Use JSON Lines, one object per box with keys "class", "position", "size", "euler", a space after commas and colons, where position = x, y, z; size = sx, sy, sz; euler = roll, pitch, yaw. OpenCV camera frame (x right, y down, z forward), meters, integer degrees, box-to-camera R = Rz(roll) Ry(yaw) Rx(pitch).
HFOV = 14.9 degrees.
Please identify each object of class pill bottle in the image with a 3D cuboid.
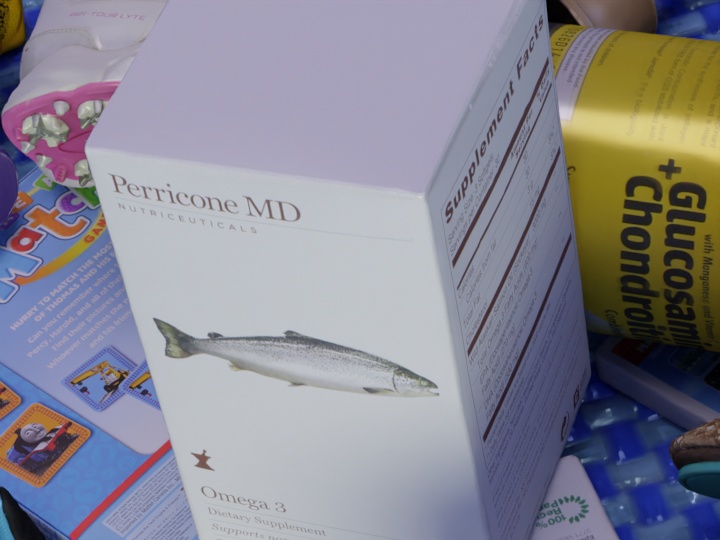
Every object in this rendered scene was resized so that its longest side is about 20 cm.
{"class": "pill bottle", "position": [0.143, -0.025, 0.995], "size": [0.200, 0.112, 0.112], "euler": [8, 51, 20]}

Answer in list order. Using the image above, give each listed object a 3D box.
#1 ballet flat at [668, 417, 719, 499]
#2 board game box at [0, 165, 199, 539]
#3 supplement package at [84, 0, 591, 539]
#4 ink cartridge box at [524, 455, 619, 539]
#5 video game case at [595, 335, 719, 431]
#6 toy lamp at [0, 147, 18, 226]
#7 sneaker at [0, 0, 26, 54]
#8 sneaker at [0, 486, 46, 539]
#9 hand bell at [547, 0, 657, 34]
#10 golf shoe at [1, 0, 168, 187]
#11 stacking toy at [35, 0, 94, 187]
{"class": "ballet flat", "position": [0.207, 0.057, 0.934], "size": [0.200, 0.071, 0.065], "euler": [8, 77, 9]}
{"class": "board game box", "position": [-0.094, 0.040, 1.066], "size": [0.200, 0.037, 0.151], "euler": [30, 60, 33]}
{"class": "supplement package", "position": [0.000, 0.000, 0.917], "size": [0.117, 0.200, 0.117], "euler": [9, 48, 21]}
{"class": "ink cartridge box", "position": [0.017, 0.172, 0.917], "size": [0.196, 0.043, 0.200], "euler": [-18, 48, -7]}
{"class": "video game case", "position": [0.207, 0.035, 1.016], "size": [0.200, 0.017, 0.143], "euler": [31, 61, 33]}
{"class": "toy lamp", "position": [-0.224, -0.045, 1.138], "size": [0.200, 0.058, 0.058], "euler": [9, 50, 37]}
{"class": "sneaker", "position": [-0.185, -0.112, 1.144], "size": [0.077, 0.073, 0.200], "euler": [-1, 11, 7]}
{"class": "sneaker", "position": [-0.147, 0.164, 0.935], "size": [0.073, 0.082, 0.200], "euler": [-1, 49, 9]}
{"class": "hand bell", "position": [0.122, -0.127, 1.150], "size": [0.104, 0.104, 0.200], "euler": [27, 47, 31]}
{"class": "golf shoe", "position": [-0.036, -0.093, 0.996], "size": [0.200, 0.075, 0.092], "euler": [-9, 56, 17]}
{"class": "stacking toy", "position": [-0.083, -0.114, 1.143], "size": [0.146, 0.146, 0.200], "euler": [12, 60, 22]}
